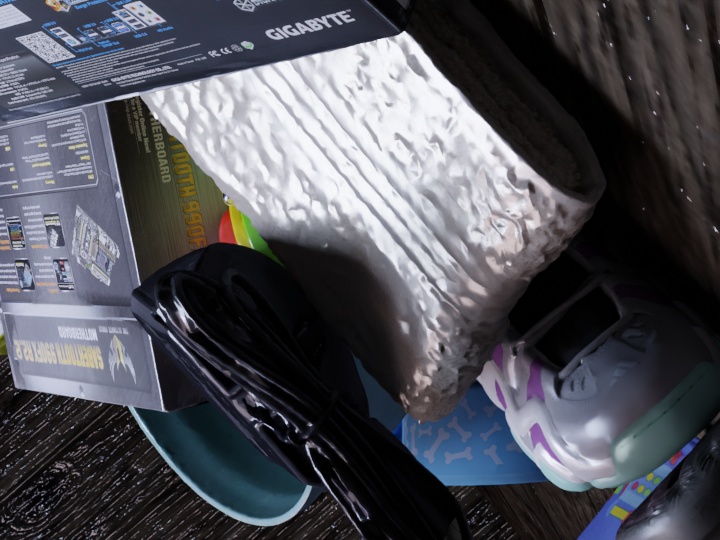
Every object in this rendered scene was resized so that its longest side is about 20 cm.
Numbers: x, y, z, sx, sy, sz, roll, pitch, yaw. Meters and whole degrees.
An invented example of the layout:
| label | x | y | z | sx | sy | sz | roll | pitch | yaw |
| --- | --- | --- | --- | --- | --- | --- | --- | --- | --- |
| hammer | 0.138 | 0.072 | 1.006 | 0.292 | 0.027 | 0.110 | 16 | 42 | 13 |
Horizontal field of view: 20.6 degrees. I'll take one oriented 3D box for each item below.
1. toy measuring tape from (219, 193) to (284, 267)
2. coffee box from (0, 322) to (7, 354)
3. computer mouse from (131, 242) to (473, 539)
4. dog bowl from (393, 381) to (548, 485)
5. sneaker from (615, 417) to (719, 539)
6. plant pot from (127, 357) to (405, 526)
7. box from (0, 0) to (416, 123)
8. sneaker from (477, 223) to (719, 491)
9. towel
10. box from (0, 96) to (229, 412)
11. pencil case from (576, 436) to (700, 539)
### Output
| label | x | y | z | sx | sy | sz | roll | pitch | yaw |
| --- | --- | --- | --- | --- | --- | --- | --- | --- | --- |
| toy measuring tape | 0.000 | 0.000 | 0.812 | 0.074 | 0.074 | 0.200 | 46 | -176 | 40 |
| coffee box | -0.177 | -0.086 | 1.200 | 0.198 | 0.200 | 0.200 | 49 | -169 | 11 |
| computer mouse | -0.026 | 0.033 | 0.694 | 0.139 | 0.053 | 0.200 | 48 | 172 | -15 |
| dog bowl | 0.069 | 0.078 | 1.042 | 0.200 | 0.111 | 0.050 | 171 | 96 | -85 |
| sneaker | 0.154 | 0.102 | 0.664 | 0.116 | 0.076 | 0.200 | 43 | -175 | 14 |
| plant pot | -0.032 | 0.005 | 0.970 | 0.200 | 0.134 | 0.201 | 36 | 140 | 38 |
| box | -0.099 | -0.114 | 0.578 | 0.200 | 0.046 | 0.159 | -6 | 145 | 46 |
| sneaker | 0.044 | -0.007 | 0.694 | 0.140 | 0.078 | 0.200 | 50 | 175 | -19 |
| towel | -0.011 | -0.057 | 0.652 | 0.200 | 0.034 | 0.133 | 51 | 143 | 18 |
| box | -0.117 | -0.023 | 0.879 | 0.200 | 0.048 | 0.159 | -2 | 101 | 63 |
| pencil case | 0.103 | 0.163 | 0.815 | 0.087 | 0.200 | 0.078 | 37 | 173 | 6 |
